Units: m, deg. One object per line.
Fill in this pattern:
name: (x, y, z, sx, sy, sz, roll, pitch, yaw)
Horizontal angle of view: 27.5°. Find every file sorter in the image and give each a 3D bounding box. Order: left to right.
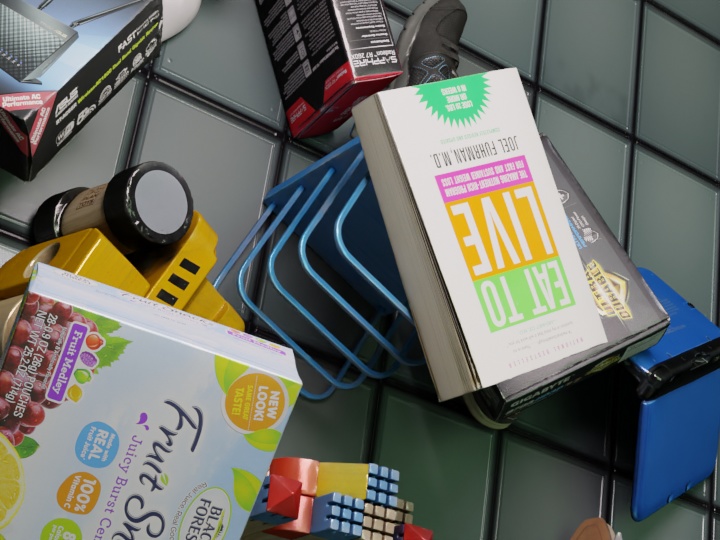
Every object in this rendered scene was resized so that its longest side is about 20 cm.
file sorter: (0.000, 0.000, 1.071, 0.139, 0.199, 0.123, 44, 58, -15)

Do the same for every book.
book: (0.082, -0.029, 0.989, 0.133, 0.048, 0.202, -16, 85, -37)

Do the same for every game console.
game console: (0.244, 0.101, 1.288, 0.171, 0.119, 0.199, 43, 25, 21)

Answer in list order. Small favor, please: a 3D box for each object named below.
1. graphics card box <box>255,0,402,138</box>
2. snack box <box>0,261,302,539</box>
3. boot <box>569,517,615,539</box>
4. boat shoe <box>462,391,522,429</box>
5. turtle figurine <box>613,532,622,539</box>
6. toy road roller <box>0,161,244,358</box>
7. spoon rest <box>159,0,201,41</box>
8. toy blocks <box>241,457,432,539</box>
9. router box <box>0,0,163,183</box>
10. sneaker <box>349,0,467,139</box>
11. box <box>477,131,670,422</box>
graphics card box: (-0.037, -0.222, 1.167, 0.050, 0.125, 0.202, -12, 80, -28)
snack box: (-0.147, 0.119, 0.872, 0.167, 0.068, 0.202, 20, 103, -14)
boot: (0.212, 0.323, 1.196, 0.146, 0.070, 0.201, 37, 57, -27)
boat shoe: (0.128, 0.031, 1.234, 0.071, 0.065, 0.202, 25, 61, -27)
turtle figurine: (0.098, 0.306, 1.046, 0.144, 0.198, 0.196, -54, 136, -74)
toy road roller: (-0.167, 0.035, 0.990, 0.146, 0.122, 0.201, 51, 51, -24)
spoon rest: (-0.179, -0.197, 1.111, 0.099, 0.060, 0.201, 40, 42, -19)
toy blocks: (-0.028, 0.171, 1.026, 0.199, 0.136, 0.101, 21, 62, -29)
router box: (-0.253, -0.167, 0.980, 0.199, 0.062, 0.150, 29, 53, 11)
sneaker: (0.059, -0.146, 1.226, 0.081, 0.073, 0.201, 16, 61, 15)
box: (0.129, 0.001, 1.186, 0.158, 0.046, 0.201, -23, 66, -17)
